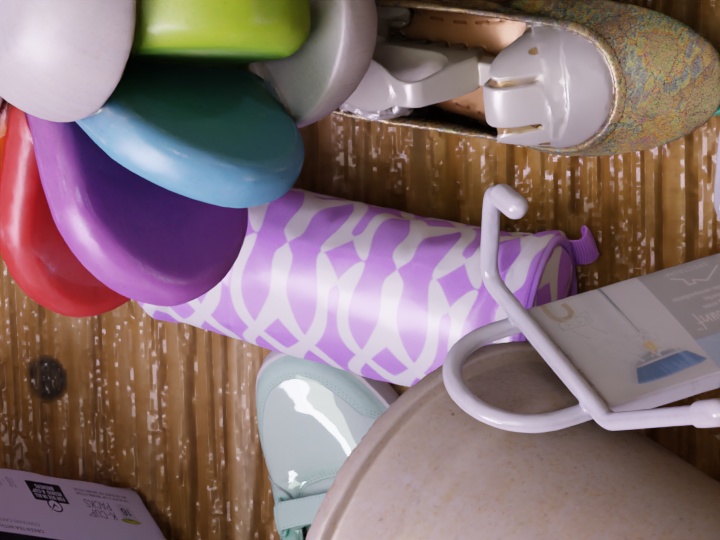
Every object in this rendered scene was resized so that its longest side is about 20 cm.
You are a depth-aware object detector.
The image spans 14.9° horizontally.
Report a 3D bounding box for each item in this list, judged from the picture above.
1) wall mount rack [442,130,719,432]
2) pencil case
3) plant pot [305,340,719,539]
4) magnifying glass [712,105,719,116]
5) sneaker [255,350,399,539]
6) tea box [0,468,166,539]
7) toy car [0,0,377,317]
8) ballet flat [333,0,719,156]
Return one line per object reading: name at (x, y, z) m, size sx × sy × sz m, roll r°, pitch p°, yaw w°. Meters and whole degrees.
wall mount rack at (0.137, 0.016, 1.053) m, size 0.174 × 0.199 × 0.075 m, roll 50°, pitch 148°, yaw 45°
pencil case at (0.000, 0.000, 1.180) m, size 0.199 × 0.084 × 0.086 m, roll 13°, pitch 70°, yaw 17°
plant pot at (0.103, 0.151, 1.067) m, size 0.183 × 0.200 × 0.202 m, roll 23°, pitch 109°, yaw 42°
magnifying glass at (0.183, -0.089, 1.122) m, size 0.199 × 0.022 × 0.080 m, roll 15°, pitch 105°, yaw 21°
sneaker at (-0.010, 0.130, 1.186) m, size 0.073 × 0.118 × 0.202 m, roll -19°, pitch 91°, yaw 25°
tea box at (-0.161, 0.194, 1.179) m, size 0.134 × 0.199 × 0.197 m, roll -52°, pitch 52°, yaw 22°
toy car at (-0.096, -0.058, 1.092) m, size 0.199 × 0.174 × 0.151 m, roll -13°, pitch 80°, yaw 46°
ballet flat at (0.050, -0.081, 1.138) m, size 0.199 × 0.071 × 0.071 m, roll 12°, pitch 104°, yaw 27°
